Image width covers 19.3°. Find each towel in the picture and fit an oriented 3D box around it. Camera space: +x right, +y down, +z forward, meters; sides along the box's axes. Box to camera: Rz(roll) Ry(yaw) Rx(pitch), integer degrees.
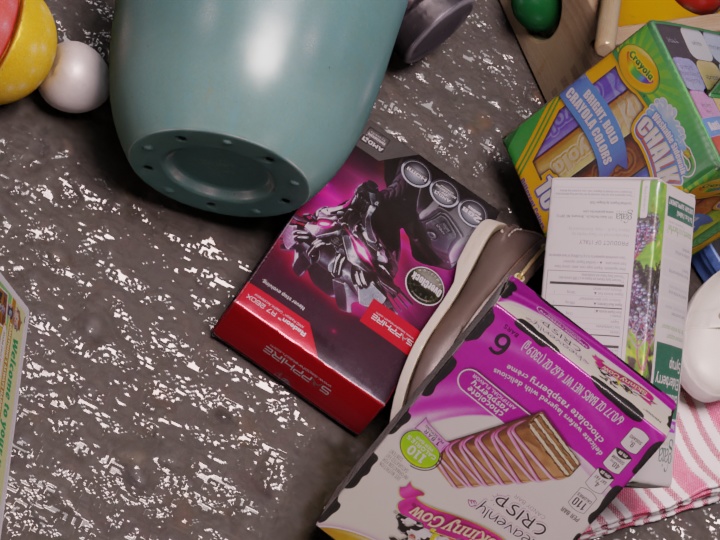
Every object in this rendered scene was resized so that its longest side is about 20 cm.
[{"bbox_3d":[0.182,0.107,1.499,0.200,0.030,0.147,-13,67,-30],"label":"towel"}]

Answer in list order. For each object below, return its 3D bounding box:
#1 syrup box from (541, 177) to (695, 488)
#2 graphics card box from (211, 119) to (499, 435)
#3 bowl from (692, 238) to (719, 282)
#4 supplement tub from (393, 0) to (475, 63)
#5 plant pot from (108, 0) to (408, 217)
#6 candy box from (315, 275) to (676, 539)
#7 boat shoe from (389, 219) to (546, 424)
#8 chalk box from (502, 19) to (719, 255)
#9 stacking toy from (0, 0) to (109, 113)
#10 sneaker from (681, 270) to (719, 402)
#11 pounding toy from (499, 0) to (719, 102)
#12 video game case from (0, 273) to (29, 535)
[{"bbox_3d":[0.167,0.042,1.409,0.079,0.081,0.201,16,78,-61],"label":"syrup box"},{"bbox_3d":[0.000,0.000,1.466,0.125,0.051,0.200,35,53,-2],"label":"graphics card box"},{"bbox_3d":[0.336,-0.032,1.645,0.200,0.039,0.201,11,58,-19],"label":"bowl"},{"bbox_3d":[-0.004,-0.250,1.575,0.200,0.107,0.107,48,54,8],"label":"supplement tub"},{"bbox_3d":[-0.079,-0.133,1.426,0.200,0.201,0.161,18,66,-14],"label":"plant pot"},{"bbox_3d":[0.084,0.123,1.340,0.136,0.200,0.061,37,23,1],"label":"candy box"},{"bbox_3d":[0.079,0.054,1.440,0.059,0.072,0.200,13,59,24],"label":"boat shoe"},{"bbox_3d":[0.226,-0.093,1.514,0.125,0.200,0.124,2,59,-47],"label":"chalk box"},{"bbox_3d":[-0.255,-0.154,1.415,0.200,0.146,0.146,27,52,-31],"label":"stacking toy"},{"bbox_3d":[0.299,0.010,1.531,0.073,0.085,0.200,42,65,0],"label":"sneaker"},{"bbox_3d":[0.198,-0.216,1.625,0.200,0.142,0.184,-11,66,-29],"label":"pounding toy"},{"bbox_3d":[-0.248,0.066,1.248,0.022,0.182,0.200,-6,58,13],"label":"video game case"}]
